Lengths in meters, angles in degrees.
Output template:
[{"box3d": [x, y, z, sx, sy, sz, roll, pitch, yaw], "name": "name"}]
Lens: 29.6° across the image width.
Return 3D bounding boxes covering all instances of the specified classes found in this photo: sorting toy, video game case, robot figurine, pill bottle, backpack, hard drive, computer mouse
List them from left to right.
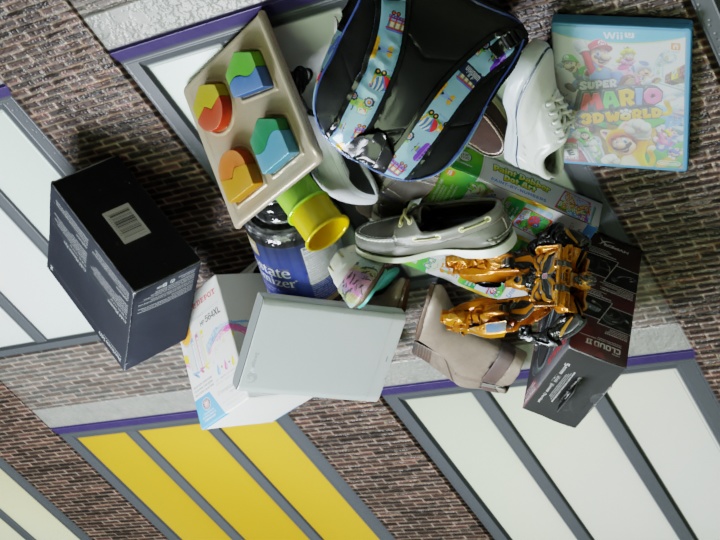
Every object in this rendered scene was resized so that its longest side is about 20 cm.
[{"box3d": [-0.131, -0.166, 1.546, 0.036, 0.186, 0.200, -12, 164, -39], "name": "sorting toy"}, {"box3d": [-0.083, -0.046, 1.702, 0.111, 0.112, 0.200, 4, 139, 18], "name": "pill bottle"}, {"box3d": [-0.048, -0.145, 1.576, 0.109, 0.044, 0.200, 0, 131, 54], "name": "computer mouse"}, {"box3d": [-0.051, 0.099, 1.734, 0.199, 0.026, 0.132, 7, 113, -26], "name": "hard drive"}, {"box3d": [0.048, -0.201, 1.376, 0.182, 0.135, 0.200, 25, 105, -13], "name": "backpack"}, {"box3d": [0.184, 0.019, 1.582, 0.058, 0.146, 0.200, 16, 162, -41], "name": "robot figurine"}, {"box3d": [0.280, -0.187, 1.458, 0.143, 0.018, 0.200, 6, 140, 17], "name": "video game case"}]

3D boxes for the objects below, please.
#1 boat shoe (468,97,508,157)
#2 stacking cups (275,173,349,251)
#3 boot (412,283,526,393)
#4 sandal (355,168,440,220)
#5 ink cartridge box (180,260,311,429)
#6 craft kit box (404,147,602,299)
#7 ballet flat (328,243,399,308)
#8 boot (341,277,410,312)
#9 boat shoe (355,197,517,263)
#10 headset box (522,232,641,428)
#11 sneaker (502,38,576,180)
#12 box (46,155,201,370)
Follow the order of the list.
[{"box3d": [0.091, -0.182, 1.497, 0.072, 0.072, 0.200, -21, 127, 39], "name": "boat shoe"}, {"box3d": [-0.089, -0.117, 1.583, 0.200, 0.060, 0.061, 56, 147, 21], "name": "stacking cups"}, {"box3d": [0.146, 0.094, 1.792, 0.146, 0.070, 0.200, 21, 156, 8], "name": "boot"}, {"box3d": [0.047, -0.113, 1.622, 0.081, 0.055, 0.200, 27, 156, 0], "name": "sandal"}, {"box3d": [-0.158, 0.095, 1.838, 0.125, 0.201, 0.128, -2, 157, -40], "name": "ink cartridge box"}, {"box3d": [0.163, -0.045, 1.658, 0.197, 0.049, 0.200, 20, 142, -6], "name": "craft kit box"}, {"box3d": [0.000, 0.000, 1.682, 0.071, 0.200, 0.069, 40, 103, 3], "name": "ballet flat"}, {"box3d": [-0.017, 0.061, 1.844, 0.146, 0.070, 0.200, 22, 134, 10], "name": "boot"}, {"box3d": [0.081, -0.051, 1.597, 0.201, 0.072, 0.060, -2, 127, 26], "name": "boat shoe"}, {"box3d": [0.265, 0.079, 1.637, 0.077, 0.200, 0.149, 21, 143, -4], "name": "headset box"}, {"box3d": [0.197, -0.170, 1.454, 0.071, 0.073, 0.200, 28, 159, 19], "name": "sneaker"}, {"box3d": [-0.312, -0.010, 1.773, 0.200, 0.104, 0.182, 50, 147, 21], "name": "box"}]
